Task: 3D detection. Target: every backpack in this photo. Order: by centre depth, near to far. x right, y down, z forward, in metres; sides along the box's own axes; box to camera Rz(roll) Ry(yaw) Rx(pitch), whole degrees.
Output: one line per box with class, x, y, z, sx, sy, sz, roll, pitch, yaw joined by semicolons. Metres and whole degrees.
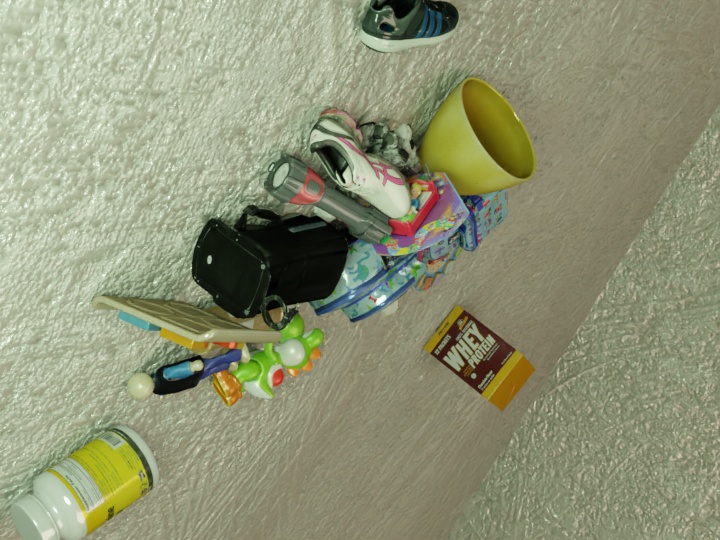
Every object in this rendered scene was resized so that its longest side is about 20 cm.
backpack;0.000;0.000;1.769;0.200;0.147;0.183;-33;-177;-27
backpack;0.163;-0.104;1.989;0.200;0.134;0.183;-43;155;-19

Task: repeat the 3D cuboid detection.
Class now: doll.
doll;-0.269;0.159;1.653;0.199;0.049;0.136;-17;167;-44

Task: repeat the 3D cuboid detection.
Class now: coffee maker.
coffee maker;-0.114;0.003;1.557;0.135;0.193;0.200;-44;161;33

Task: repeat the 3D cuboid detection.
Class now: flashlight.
flashlight;-0.047;-0.099;1.581;0.200;0.068;0.068;29;125;-37

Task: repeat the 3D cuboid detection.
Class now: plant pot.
plant pot;0.184;-0.207;1.847;0.142;0.201;0.200;-32;169;33

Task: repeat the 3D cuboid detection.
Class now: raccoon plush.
raccoon plush;0.008;-0.159;1.716;0.200;0.097;0.134;-37;167;8

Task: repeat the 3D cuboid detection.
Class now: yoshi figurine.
yoshi figurine;-0.161;0.134;1.806;0.199;0.112;0.112;-29;120;-17

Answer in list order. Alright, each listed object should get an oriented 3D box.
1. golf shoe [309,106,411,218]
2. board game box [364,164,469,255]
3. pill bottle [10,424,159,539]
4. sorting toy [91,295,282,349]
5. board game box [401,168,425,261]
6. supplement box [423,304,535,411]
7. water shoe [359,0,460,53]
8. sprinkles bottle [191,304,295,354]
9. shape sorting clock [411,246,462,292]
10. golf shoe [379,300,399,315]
golf shoe;-0.005;-0.139;1.577;0.072;0.200;0.092;-25;-150;41
board game box;0.073;-0.103;1.667;0.157;0.200;0.039;-24;125;2
pill bottle;-0.403;0.322;1.578;0.200;0.112;0.113;-32;150;-37
sorting toy;-0.232;0.073;1.445;0.185;0.199;0.037;9;95;-64
board game box;0.069;-0.096;1.843;0.032;0.120;0.201;-38;152;-32
supplement box;0.286;0.210;2.570;0.133;0.200;0.197;-52;157;0
water shoe;0.083;-0.369;1.546;0.200;0.071;0.079;-30;146;-42
sprinkles bottle;-0.188;0.076;1.681;0.200;0.068;0.068;-17;139;-52
shape sorting clock;0.167;-0.040;2.202;0.200;0.039;0.200;-41;155;-24
golf shoe;0.020;0.035;2.020;0.091;0.075;0.200;-31;150;-10
